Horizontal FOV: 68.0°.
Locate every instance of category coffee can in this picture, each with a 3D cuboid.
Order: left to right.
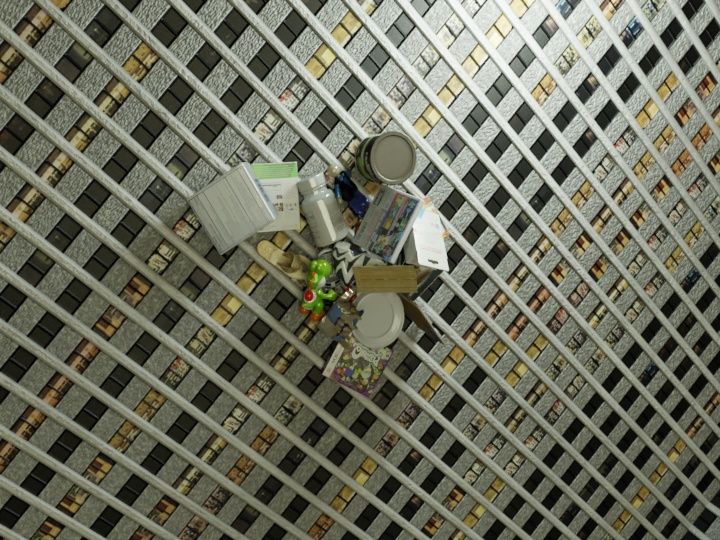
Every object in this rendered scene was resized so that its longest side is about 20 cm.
[{"bbox_3d":[0.072,-0.338,1.609,0.141,0.200,0.152,-3,101,-13],"label":"coffee can"}]

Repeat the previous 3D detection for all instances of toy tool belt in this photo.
[{"bbox_3d":[-0.040,0.151,1.669,0.123,0.125,0.201,42,127,6],"label":"toy tool belt"}]

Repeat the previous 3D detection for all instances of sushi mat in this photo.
[{"bbox_3d":[0.073,0.026,1.592,0.192,0.012,0.098,0,121,16],"label":"sushi mat"}]

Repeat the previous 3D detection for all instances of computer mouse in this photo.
[{"bbox_3d":[-0.093,0.024,1.716,0.106,0.044,0.207,-12,107,-10],"label":"computer mouse"}]

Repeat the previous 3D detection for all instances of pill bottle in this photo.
[{"bbox_3d":[-0.119,-0.188,1.631,0.111,0.114,0.206,-23,105,-9],"label":"pill bottle"}]

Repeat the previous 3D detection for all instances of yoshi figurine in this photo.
[{"bbox_3d":[-0.132,0.048,1.656,0.108,0.114,0.205,0,127,-16],"label":"yoshi figurine"}]

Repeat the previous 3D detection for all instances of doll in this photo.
[{"bbox_3d":[-0.036,-0.252,1.649,0.200,0.047,0.140,44,47,-32],"label":"doll"}]

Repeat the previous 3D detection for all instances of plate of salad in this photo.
[{"bbox_3d":[0.053,0.147,1.724,0.193,0.048,0.208,-3,82,24],"label":"plate of salad"}]

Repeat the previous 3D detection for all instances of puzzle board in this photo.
[{"bbox_3d":[0.191,0.151,1.730,0.017,0.150,0.201,-45,126,-10],"label":"puzzle board"}]

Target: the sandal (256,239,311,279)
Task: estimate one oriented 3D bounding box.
[{"bbox_3d":[-0.227,-0.025,1.655,0.207,0.070,0.079,29,93,-18],"label":"sandal"}]

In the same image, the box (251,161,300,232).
[{"bbox_3d":[-0.258,-0.224,1.630,0.139,0.036,0.208,-5,103,-14],"label":"box"}]

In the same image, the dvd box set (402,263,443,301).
[{"bbox_3d":[0.176,0.017,1.703,0.146,0.200,0.029,-45,108,-1],"label":"dvd box set"}]

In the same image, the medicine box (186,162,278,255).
[{"bbox_3d":[-0.368,-0.182,1.549,0.196,0.103,0.186,-30,101,4],"label":"medicine box"}]

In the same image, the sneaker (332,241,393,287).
[{"bbox_3d":[0.000,0.000,1.656,0.192,0.080,0.134,13,114,0],"label":"sneaker"}]

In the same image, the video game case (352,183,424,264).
[{"bbox_3d":[0.080,-0.143,1.599,0.023,0.180,0.205,27,90,-47],"label":"video game case"}]

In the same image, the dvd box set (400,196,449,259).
[{"bbox_3d":[0.180,-0.138,1.692,0.197,0.029,0.150,-26,85,-34],"label":"dvd box set"}]

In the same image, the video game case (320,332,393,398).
[{"bbox_3d":[-0.010,0.304,1.792,0.196,0.036,0.185,29,92,-18],"label":"video game case"}]

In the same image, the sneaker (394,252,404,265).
[{"bbox_3d":[0.120,-0.076,1.742,0.073,0.117,0.206,14,62,5],"label":"sneaker"}]

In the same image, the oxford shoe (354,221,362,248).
[{"bbox_3d":[0.031,-0.066,1.727,0.071,0.070,0.207,-24,111,-29],"label":"oxford shoe"}]

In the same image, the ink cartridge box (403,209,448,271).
[{"bbox_3d":[0.187,-0.078,1.582,0.112,0.068,0.206,12,54,-25],"label":"ink cartridge box"}]
